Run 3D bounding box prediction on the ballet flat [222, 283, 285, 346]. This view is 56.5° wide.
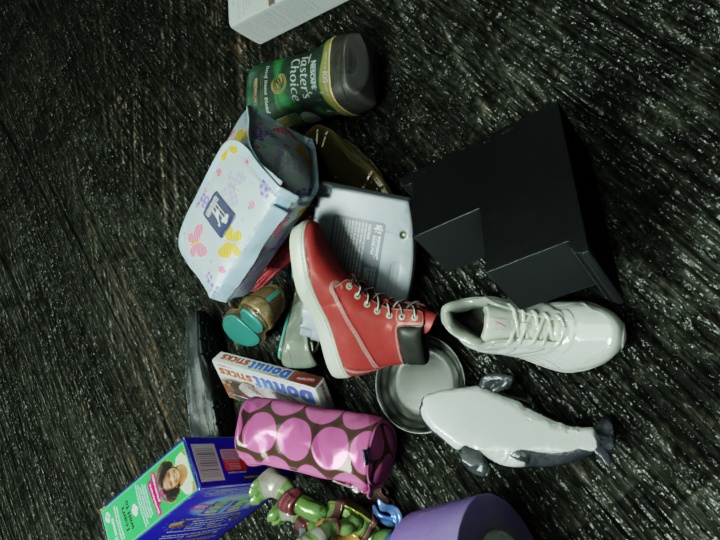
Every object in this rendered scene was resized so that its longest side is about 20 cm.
[{"bbox_3d":[-0.143,0.057,0.939,0.068,0.200,0.072,43,67,-2],"label":"ballet flat"}]

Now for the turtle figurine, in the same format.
[{"bbox_3d":[-0.059,0.338,0.802,0.193,0.143,0.202,18,89,39],"label":"turtle figurine"}]

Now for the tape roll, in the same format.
[{"bbox_3d":[0.111,0.326,0.644,0.085,0.199,0.202,-27,67,30],"label":"tape roll"}]

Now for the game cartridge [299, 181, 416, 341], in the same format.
[{"bbox_3d":[0.000,0.000,0.829,0.132,0.041,0.202,13,107,12],"label":"game cartridge"}]

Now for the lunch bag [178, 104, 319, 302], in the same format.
[{"bbox_3d":[-0.136,-0.081,0.816,0.170,0.126,0.201,-53,27,26],"label":"lunch bag"}]

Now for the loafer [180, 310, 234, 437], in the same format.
[{"bbox_3d":[-0.242,0.162,1.010,0.070,0.068,0.203,-17,76,23],"label":"loafer"}]

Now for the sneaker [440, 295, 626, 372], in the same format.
[{"bbox_3d":[0.172,0.064,0.706,0.198,0.099,0.079,-1,82,36],"label":"sneaker"}]

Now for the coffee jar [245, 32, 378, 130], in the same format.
[{"bbox_3d":[-0.066,-0.259,0.945,0.198,0.085,0.105,-7,78,35],"label":"coffee jar"}]

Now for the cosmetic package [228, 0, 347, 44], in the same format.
[{"bbox_3d":[-0.106,-0.433,1.014,0.199,0.074,0.103,-14,74,35],"label":"cosmetic package"}]

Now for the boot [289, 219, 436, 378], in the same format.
[{"bbox_3d":[0.009,0.025,0.771,0.143,0.072,0.202,-12,110,24],"label":"boot"}]

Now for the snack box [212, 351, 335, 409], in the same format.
[{"bbox_3d":[-0.121,0.162,0.926,0.199,0.024,0.072,7,126,37],"label":"snack box"}]

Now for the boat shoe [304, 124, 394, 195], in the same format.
[{"bbox_3d":[0.002,-0.114,0.882,0.074,0.066,0.201,-45,68,24],"label":"boat shoe"}]

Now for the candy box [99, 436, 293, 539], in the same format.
[{"bbox_3d":[-0.221,0.306,0.908,0.200,0.168,0.077,-42,57,23],"label":"candy box"}]

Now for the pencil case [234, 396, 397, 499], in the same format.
[{"bbox_3d":[-0.060,0.213,0.824,0.198,0.091,0.095,3,70,28],"label":"pencil case"}]

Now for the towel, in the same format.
[{"bbox_3d":[-0.112,-0.077,0.942,0.144,0.022,0.201,-38,37,26],"label":"towel"}]

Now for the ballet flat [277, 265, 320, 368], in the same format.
[{"bbox_3d":[-0.068,0.034,0.918,0.063,0.067,0.202,6,80,8],"label":"ballet flat"}]

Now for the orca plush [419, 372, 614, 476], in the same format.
[{"bbox_3d":[0.167,0.167,0.719,0.198,0.071,0.106,-8,67,16],"label":"orca plush"}]

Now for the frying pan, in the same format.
[{"bbox_3d":[0.105,0.125,0.787,0.188,0.031,0.116,-17,74,22],"label":"frying pan"}]

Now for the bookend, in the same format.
[{"bbox_3d":[0.147,-0.040,0.702,0.198,0.092,0.201,-23,46,29],"label":"bookend"}]
